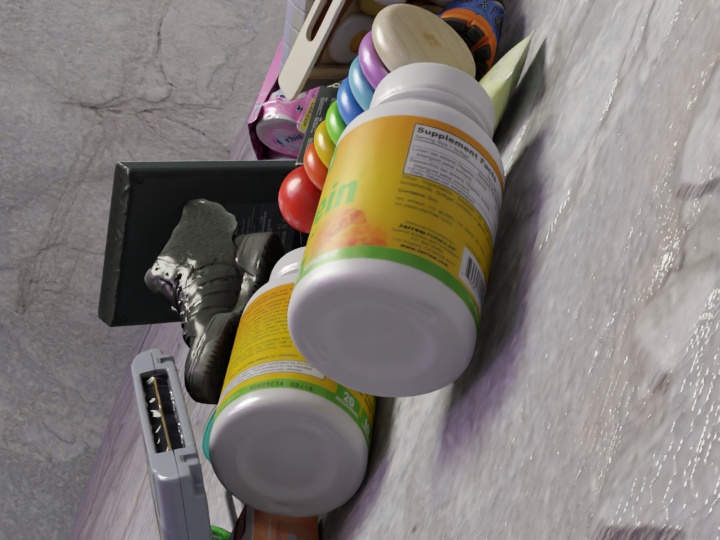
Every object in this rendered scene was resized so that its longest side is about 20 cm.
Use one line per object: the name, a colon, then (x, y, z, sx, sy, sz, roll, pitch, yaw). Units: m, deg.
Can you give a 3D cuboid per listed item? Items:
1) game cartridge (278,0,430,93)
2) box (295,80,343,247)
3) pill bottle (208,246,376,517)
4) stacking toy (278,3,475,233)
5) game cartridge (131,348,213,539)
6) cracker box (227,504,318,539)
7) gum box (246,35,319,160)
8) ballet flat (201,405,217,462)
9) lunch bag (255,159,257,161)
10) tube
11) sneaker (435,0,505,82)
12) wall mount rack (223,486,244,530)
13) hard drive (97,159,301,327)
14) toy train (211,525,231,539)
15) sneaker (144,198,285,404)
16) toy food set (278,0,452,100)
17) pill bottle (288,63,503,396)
game cartridge: (0.022, -0.228, 1.271, 0.199, 0.038, 0.130, -25, -32, -31)
box: (-0.014, -0.086, 1.337, 0.201, 0.043, 0.161, -76, -12, -49)
pill bottle: (-0.041, 0.072, 1.122, 0.201, 0.110, 0.111, -81, 17, -53)
stacking toy: (-0.001, -0.103, 1.153, 0.200, 0.085, 0.086, -48, 19, 37)
game cartridge: (-0.132, 0.156, 1.098, 0.200, 0.041, 0.134, -121, 20, -65)
cracker box: (-0.094, 0.275, 1.105, 0.134, 0.057, 0.201, -96, 32, -69)
gum box: (-0.045, -0.126, 1.467, 0.200, 0.066, 0.114, 76, -150, -56)
ballet flat: (-0.081, 0.103, 1.429, 0.201, 0.068, 0.072, -60, -10, 30)
lunch bag: (-0.064, -0.055, 1.658, 0.151, 0.093, 0.201, 126, 151, -48)
tube: (0.066, -0.085, 1.111, 0.200, 0.052, 0.058, -55, 44, 36)
sneaker: (0.065, -0.148, 1.223, 0.079, 0.075, 0.200, -54, 3, -38)
wall mount rack: (-0.083, 0.159, 1.282, 0.175, 0.074, 0.200, -62, 10, 12)
hard drive: (-0.128, -0.026, 1.342, 0.033, 0.199, 0.141, 29, 116, 47)
toy train: (-0.126, 0.235, 1.250, 0.200, 0.041, 0.057, 75, -145, -78)
sneaker: (-0.126, 0.022, 1.212, 0.060, 0.103, 0.201, 71, -150, -43)
toy food set: (0.034, -0.199, 1.227, 0.199, 0.060, 0.144, -7, -47, -49)
pill bottle: (0.029, -0.032, 0.951, 0.111, 0.110, 0.201, 125, 165, -48)
